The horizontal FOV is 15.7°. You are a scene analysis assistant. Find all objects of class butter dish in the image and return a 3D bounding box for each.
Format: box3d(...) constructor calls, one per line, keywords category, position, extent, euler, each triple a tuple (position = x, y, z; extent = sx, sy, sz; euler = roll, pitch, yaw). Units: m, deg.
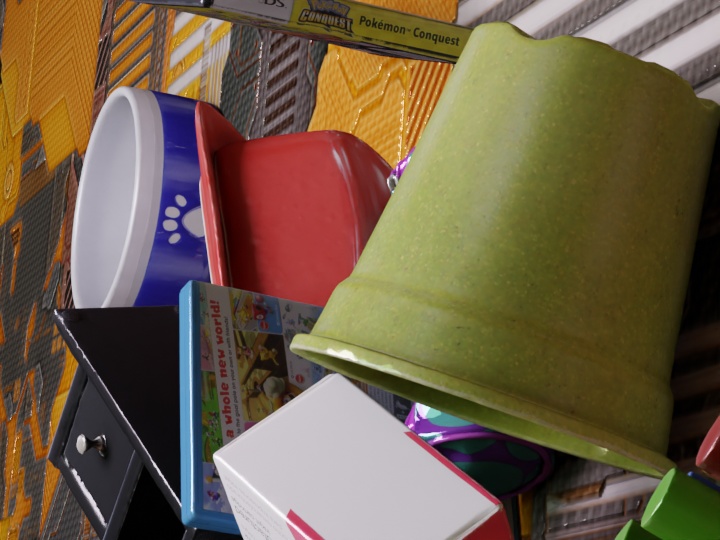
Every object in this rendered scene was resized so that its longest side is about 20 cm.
box3d(category="butter dish", position=(0.000, 0.000, 1.572), extent=(0.199, 0.148, 0.200), euler=(48, -152, -54))

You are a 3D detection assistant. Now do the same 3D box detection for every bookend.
box3d(category="bookend", position=(-0.126, 0.157, 1.523), extent=(0.200, 0.092, 0.199), euler=(53, 132, 41))

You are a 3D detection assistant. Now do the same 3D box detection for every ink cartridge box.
box3d(category="ink cartridge box", position=(0.020, 0.173, 1.317), extent=(0.145, 0.084, 0.200), euler=(37, 153, 45))

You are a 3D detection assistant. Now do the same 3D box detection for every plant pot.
box3d(category="plant pot", position=(0.087, -0.015, 1.282), extent=(0.200, 0.200, 0.185), euler=(5, 76, 70))

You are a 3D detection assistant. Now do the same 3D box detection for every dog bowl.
box3d(category="dog bowl", position=(-0.176, -0.049, 2.161), extent=(0.200, 0.079, 0.200), euler=(-172, 90, -71))

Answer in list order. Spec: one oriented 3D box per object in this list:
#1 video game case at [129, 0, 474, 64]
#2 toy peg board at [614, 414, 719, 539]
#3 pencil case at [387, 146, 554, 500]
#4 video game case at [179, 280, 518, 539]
box3d(category="video game case", position=(-0.042, -0.165, 1.681), extent=(0.200, 0.180, 0.026), euler=(-160, 81, -70))
box3d(category="toy peg board", position=(0.149, 0.104, 1.039), extent=(0.200, 0.098, 0.199), euler=(-59, 2, 46))
box3d(category="pencil case", position=(0.060, 0.025, 1.452), extent=(0.085, 0.092, 0.200), euler=(129, 144, -54))
box3d(category="video game case", position=(-0.006, 0.089, 1.443), extent=(0.018, 0.200, 0.143), euler=(-44, 41, 50))
